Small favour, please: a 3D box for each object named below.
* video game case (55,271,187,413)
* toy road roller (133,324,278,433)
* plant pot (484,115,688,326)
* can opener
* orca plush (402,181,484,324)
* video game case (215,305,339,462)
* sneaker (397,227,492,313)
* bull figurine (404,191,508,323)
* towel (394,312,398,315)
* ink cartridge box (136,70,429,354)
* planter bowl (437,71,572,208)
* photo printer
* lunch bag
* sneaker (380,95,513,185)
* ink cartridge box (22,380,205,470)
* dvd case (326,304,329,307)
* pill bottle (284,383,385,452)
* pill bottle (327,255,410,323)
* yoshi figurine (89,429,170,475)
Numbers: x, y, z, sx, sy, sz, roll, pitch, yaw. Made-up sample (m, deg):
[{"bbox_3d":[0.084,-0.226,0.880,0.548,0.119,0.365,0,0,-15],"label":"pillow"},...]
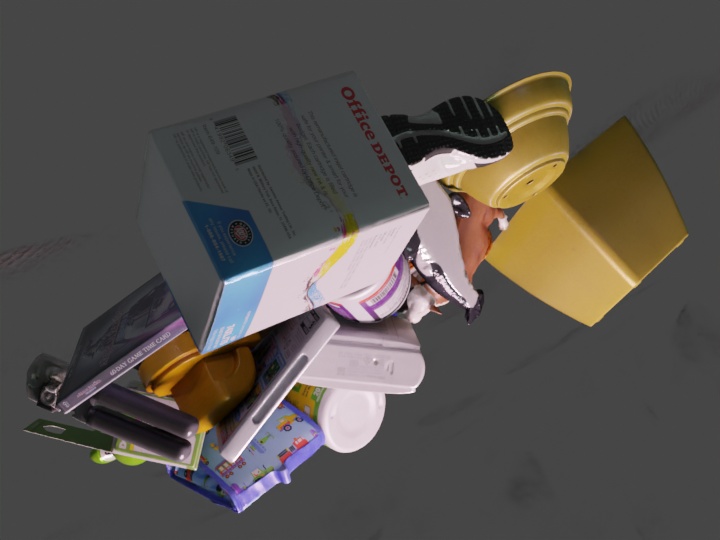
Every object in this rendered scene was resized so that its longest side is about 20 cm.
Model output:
[{"bbox_3d":[-0.207,0.045,1.046,0.198,0.019,0.144,-33,-156,13],"label":"video game case"},{"bbox_3d":[-0.158,0.091,1.187,0.198,0.148,0.123,-8,154,-50],"label":"toy road roller"},{"bbox_3d":[0.319,-0.049,1.453,0.199,0.177,0.201,-36,169,-31],"label":"plant pot"},{"bbox_3d":[-0.262,0.141,1.135,0.067,0.197,0.054,-28,139,-80],"label":"can opener"},{"bbox_3d":[0.082,-0.035,1.245,0.071,0.200,0.106,10,-122,53],"label":"orca plush"},{"bbox_3d":[-0.099,0.107,1.189,0.183,0.024,0.200,-52,-167,0],"label":"video game case"},{"bbox_3d":[0.091,-0.007,1.453,0.198,0.076,0.092,-32,179,-22],"label":"sneaker"},{"bbox_3d":[0.124,-0.015,1.350,0.203,0.064,0.121,-65,153,-6],"label":"bull figurine"},{"bbox_3d":[0.003,0.078,1.555,0.146,0.050,0.200,-23,166,-26],"label":"towel"},{"bbox_3d":[-0.071,-0.051,0.927,0.197,0.148,0.146,-21,161,-25],"label":"ink cartridge box"},{"bbox_3d":[0.176,-0.130,1.221,0.198,0.084,0.201,-28,163,-9],"label":"planter bowl"},{"bbox_3d":[-0.008,0.096,1.344,0.163,0.071,0.200,6,-172,-4],"label":"photo printer"},{"bbox_3d":[-0.150,0.224,1.376,0.149,0.096,0.198,-32,-149,-30],"label":"lunch bag"},{"bbox_3d":[0.069,-0.126,1.098,0.197,0.075,0.080,-10,161,-30],"label":"sneaker"},{"bbox_3d":[-0.280,0.168,1.251,0.196,0.077,0.148,14,176,-9],"label":"ink cartridge box"},{"bbox_3d":[-0.038,0.028,1.431,0.197,0.016,0.149,-26,163,-13],"label":"dvd case"},{"bbox_3d":[-0.068,0.164,1.461,0.110,0.113,0.198,-16,-158,-37],"label":"pill bottle"},{"bbox_3d":[0.000,0.000,1.250,0.110,0.113,0.200,-30,163,3],"label":"pill bottle"},{"bbox_3d":[-0.268,0.220,1.454,0.197,0.113,0.113,-15,148,-34],"label":"yoshi figurine"}]
